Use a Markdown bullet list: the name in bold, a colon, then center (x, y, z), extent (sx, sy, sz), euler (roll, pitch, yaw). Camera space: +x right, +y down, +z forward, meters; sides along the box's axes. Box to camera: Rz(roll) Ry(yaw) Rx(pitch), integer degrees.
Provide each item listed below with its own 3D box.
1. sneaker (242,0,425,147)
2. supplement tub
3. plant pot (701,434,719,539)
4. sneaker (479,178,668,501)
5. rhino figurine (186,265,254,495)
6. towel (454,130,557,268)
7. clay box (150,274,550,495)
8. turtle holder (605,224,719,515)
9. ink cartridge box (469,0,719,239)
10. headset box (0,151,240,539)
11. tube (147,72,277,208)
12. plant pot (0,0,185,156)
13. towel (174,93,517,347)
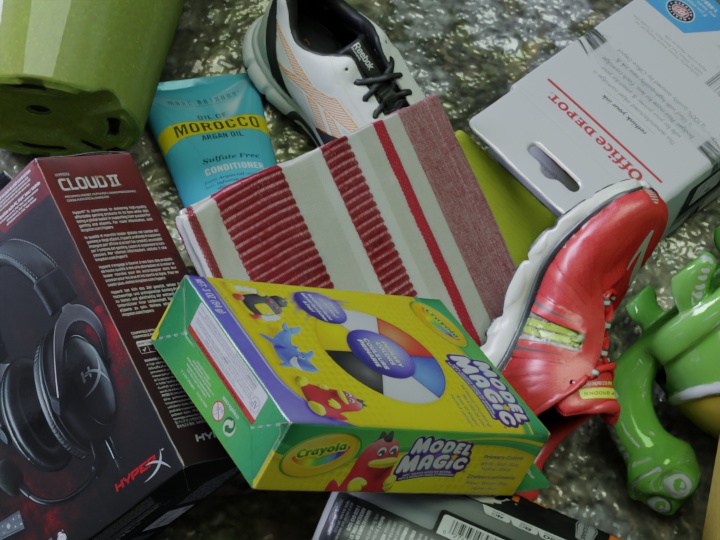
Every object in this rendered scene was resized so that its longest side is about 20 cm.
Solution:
- **sneaker**: center (0.007, -0.091, 1.373), extent (0.200, 0.080, 0.074), euler (46, 61, 10)
- **supplement tub**: center (0.069, 0.177, 1.204), extent (0.200, 0.123, 0.123), euler (24, 59, 4)
- **plant pot**: center (0.263, 0.191, 1.171), extent (0.195, 0.194, 0.201), euler (15, 102, 0)
- **sneaker**: center (0.118, 0.046, 1.271), extent (0.085, 0.077, 0.200), euler (39, 102, 38)
- **rhino figurine**: center (-0.105, 0.040, 1.277), extent (0.060, 0.088, 0.200), euler (-26, 68, -19)
- **towel**: center (0.030, 0.019, 1.322), extent (0.086, 0.018, 0.200), euler (42, 68, -14)
- **clay box**: center (0.007, 0.059, 1.166), extent (0.200, 0.048, 0.115), euler (4, 35, -41)
- **turtle holder**: center (0.225, 0.044, 1.297), extent (0.132, 0.141, 0.185), euler (50, 53, 1)
- **ink cartridge box**: center (0.160, -0.082, 1.392), extent (0.200, 0.067, 0.116), euler (-35, 71, -30)
- **headset box**: center (-0.154, 0.045, 1.209), extent (0.077, 0.149, 0.200), euler (-9, 67, -53)
- **tube**: center (-0.075, -0.046, 1.352), extent (0.077, 0.050, 0.200), euler (-4, 46, -19)
- **plant pot**: center (-0.174, -0.173, 1.352), extent (0.199, 0.200, 0.191), euler (7, 72, -4)
- **towel**: center (0.000, 0.000, 1.266), extent (0.200, 0.023, 0.144), euler (-27, 93, -39)
